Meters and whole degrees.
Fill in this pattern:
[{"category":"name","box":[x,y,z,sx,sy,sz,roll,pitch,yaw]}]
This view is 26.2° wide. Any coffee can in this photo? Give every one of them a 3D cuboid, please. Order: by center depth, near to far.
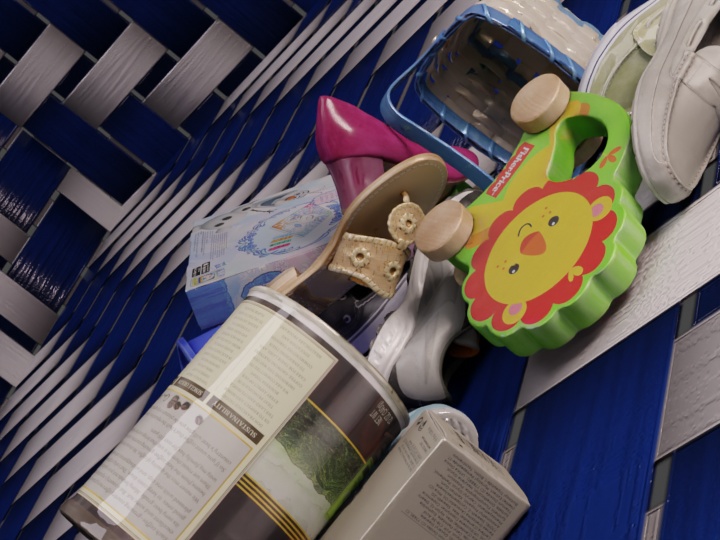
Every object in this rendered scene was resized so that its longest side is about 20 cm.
[{"category":"coffee can","box":[-0.083,0.132,1.044,0.200,0.146,0.146,-50,13,-15]}]

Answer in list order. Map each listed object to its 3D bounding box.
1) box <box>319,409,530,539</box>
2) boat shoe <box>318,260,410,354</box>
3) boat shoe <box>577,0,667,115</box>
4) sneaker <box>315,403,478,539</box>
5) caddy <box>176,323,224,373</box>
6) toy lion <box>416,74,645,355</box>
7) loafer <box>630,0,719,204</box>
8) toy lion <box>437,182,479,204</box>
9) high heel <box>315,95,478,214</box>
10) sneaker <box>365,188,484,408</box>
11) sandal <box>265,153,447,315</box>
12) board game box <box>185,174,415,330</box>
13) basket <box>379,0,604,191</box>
[{"category":"box","box":[0.015,0.197,1.010,0.200,0.082,0.068,-50,15,4]},{"category":"boat shoe","box":[-0.024,0.044,1.340,0.200,0.066,0.070,-43,11,13]},{"category":"boat shoe","box":[0.250,-0.189,1.224,0.200,0.072,0.062,-48,12,6]},{"category":"sneaker","box":[0.009,0.178,1.115,0.200,0.074,0.082,-44,6,-1]},{"category":"caddy","box":[-0.076,0.128,1.217,0.104,0.201,0.142,-31,-20,-9]},{"category":"toy lion","box":[0.142,-0.037,1.136,0.201,0.069,0.191,-53,32,-6]},{"category":"loafer","box":[0.244,-0.136,1.114,0.069,0.070,0.201,-15,47,41]},{"category":"toy lion","box":[0.060,0.001,1.403,0.200,0.068,0.192,-46,23,24]},{"category":"high heel","box":[0.036,-0.110,1.302,0.067,0.097,0.199,-12,4,33]},{"category":"sneaker","box":[0.072,0.026,1.257,0.074,0.079,0.202,65,-136,-58]},{"category":"sandal","box":[0.004,0.001,1.234,0.211,0.077,0.070,-40,54,25]},{"category":"board game box","box":[-0.055,-0.029,1.386,0.197,0.044,0.200,-20,19,3]},{"category":"basket","box":[0.128,-0.141,1.308,0.200,0.176,0.139,-52,0,-44]}]
